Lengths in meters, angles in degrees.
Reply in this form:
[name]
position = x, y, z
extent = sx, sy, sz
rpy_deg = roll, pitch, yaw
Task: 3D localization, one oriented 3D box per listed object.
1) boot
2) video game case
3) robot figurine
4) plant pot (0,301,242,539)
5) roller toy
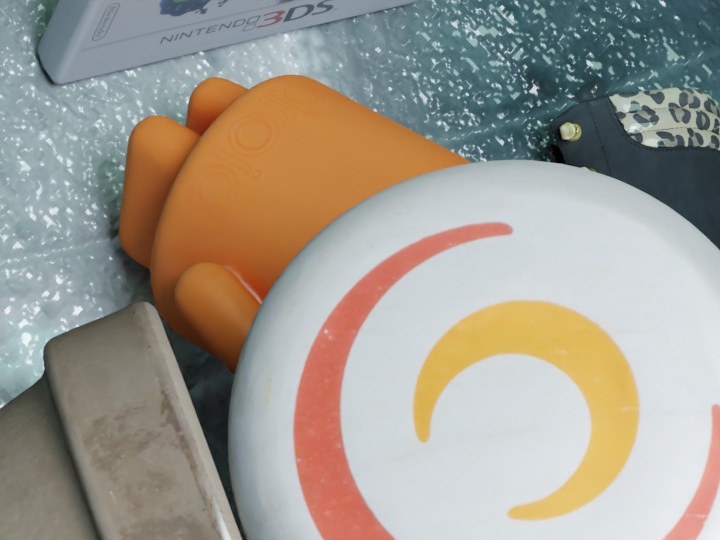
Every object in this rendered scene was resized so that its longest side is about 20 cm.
[boot]
position = 0.093, 0.011, 1.247
extent = 0.203, 0.074, 0.154
rpy_deg = -11, 66, -21
[video game case]
position = -0.020, -0.151, 1.174
extent = 0.181, 0.200, 0.024
rpy_deg = -15, 68, -30
[robot figurine]
position = -0.001, 0.001, 1.147
extent = 0.199, 0.144, 0.117
rpy_deg = 29, 93, 23
[plant pot]
position = -0.117, 0.132, 1.026
extent = 0.174, 0.200, 0.201
rpy_deg = -20, 79, -6
[roller toy]
position = 0.051, 0.064, 1.002
extent = 0.182, 0.140, 0.200
rpy_deg = 42, 80, 12
